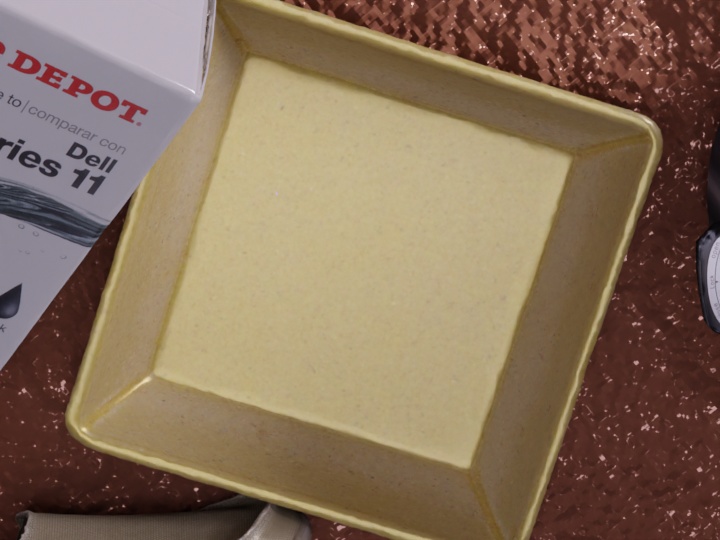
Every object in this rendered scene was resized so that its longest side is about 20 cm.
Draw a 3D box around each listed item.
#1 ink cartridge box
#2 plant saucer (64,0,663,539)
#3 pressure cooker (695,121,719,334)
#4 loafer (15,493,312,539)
[{"bbox_3d":[-0.165,-0.056,1.051,0.146,0.083,0.200,24,128,-21],"label":"ink cartridge box"},{"bbox_3d":[0.000,0.000,1.139,0.199,0.048,0.201,17,103,-5],"label":"plant saucer"},{"bbox_3d":[0.226,-0.016,1.062,0.178,0.200,0.176,38,99,-10],"label":"pressure cooker"},{"bbox_3d":[-0.118,0.131,1.153,0.199,0.076,0.068,-21,108,4],"label":"loafer"}]
